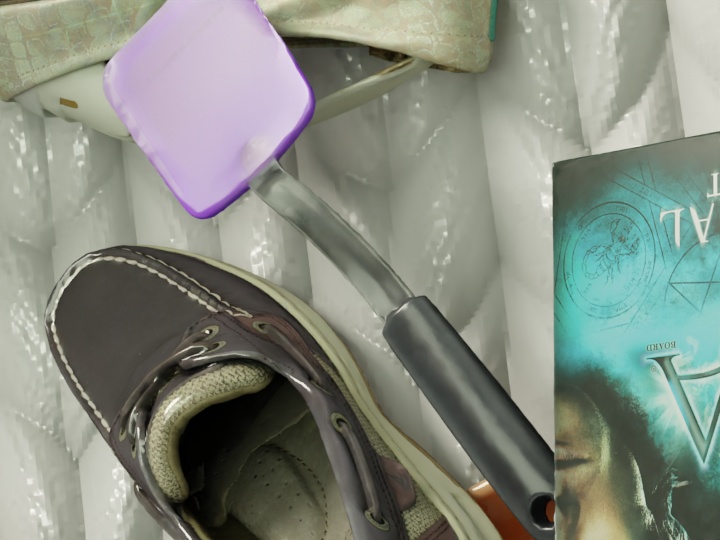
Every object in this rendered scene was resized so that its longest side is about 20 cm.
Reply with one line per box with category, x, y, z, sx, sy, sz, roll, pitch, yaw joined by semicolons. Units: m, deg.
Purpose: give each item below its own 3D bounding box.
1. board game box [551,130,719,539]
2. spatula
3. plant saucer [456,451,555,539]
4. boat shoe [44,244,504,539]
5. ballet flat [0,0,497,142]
board game box;0.133;0.025;0.752;0.200;0.028;0.136;-10;74;42
spatula;0.000;0.000;0.842;0.057;0.021;0.200;-44;79;19
plant saucer;0.080;0.149;0.825;0.200;0.032;0.201;-4;81;25
boat shoe;-0.035;0.047;0.855;0.072;0.065;0.200;-52;51;7
ballet flat;-0.053;-0.068;0.898;0.200;0.067;0.063;-9;89;24
